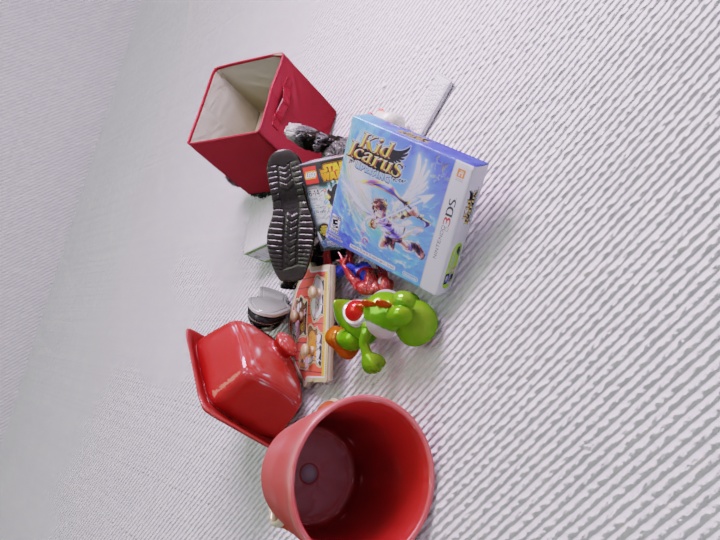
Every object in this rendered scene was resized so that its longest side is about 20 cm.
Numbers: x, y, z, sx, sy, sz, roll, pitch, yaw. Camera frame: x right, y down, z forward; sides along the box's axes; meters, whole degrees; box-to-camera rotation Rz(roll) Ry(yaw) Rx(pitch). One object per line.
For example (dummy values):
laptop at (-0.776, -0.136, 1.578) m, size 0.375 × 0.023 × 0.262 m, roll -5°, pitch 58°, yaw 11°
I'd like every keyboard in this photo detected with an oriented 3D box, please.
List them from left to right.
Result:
keyboard at (0.083, -0.218, 1.259) m, size 0.201 × 0.011 × 0.056 m, roll -60°, pitch 34°, yaw 14°

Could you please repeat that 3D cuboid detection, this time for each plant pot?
plant pot at (-0.033, 0.262, 1.010) m, size 0.177 × 0.198 × 0.203 m, roll -21°, pitch 55°, yaw 60°

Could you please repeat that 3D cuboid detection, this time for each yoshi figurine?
yoshi figurine at (0.037, 0.078, 1.103) m, size 0.200 × 0.111 × 0.114 m, roll -23°, pitch 83°, yaw 62°

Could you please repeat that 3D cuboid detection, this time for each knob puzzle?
knob puzzle at (-0.091, 0.086, 1.279) m, size 0.219 × 0.030 × 0.223 m, roll -176°, pitch 90°, yaw -67°

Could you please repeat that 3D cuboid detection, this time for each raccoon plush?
raccoon plush at (-0.033, -0.142, 1.255) m, size 0.198 × 0.096 × 0.135 m, roll 26°, pitch 116°, yaw 23°

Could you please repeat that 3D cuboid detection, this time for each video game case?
video game case at (0.055, -0.091, 1.069) m, size 0.199 × 0.045 × 0.183 m, roll 28°, pitch 115°, yaw 28°

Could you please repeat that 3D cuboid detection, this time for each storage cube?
storage cube at (-0.177, -0.264, 1.457) m, size 0.198 × 0.180 × 0.173 m, roll -2°, pitch 63°, yaw 35°

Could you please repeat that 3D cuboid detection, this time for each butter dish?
butter dish at (-0.161, 0.158, 1.264) m, size 0.148 × 0.200 × 0.200 m, roll -42°, pitch 39°, yaw 11°

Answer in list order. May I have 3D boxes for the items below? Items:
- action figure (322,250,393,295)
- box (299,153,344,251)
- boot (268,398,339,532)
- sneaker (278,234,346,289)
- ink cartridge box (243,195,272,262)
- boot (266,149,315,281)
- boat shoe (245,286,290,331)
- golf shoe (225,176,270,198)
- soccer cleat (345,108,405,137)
action figure at (0.000, 0.000, 1.195) m, size 0.200 × 0.065 × 0.052 m, roll -145°, pitch 56°, yaw -62°
box at (0.011, -0.106, 1.159) m, size 0.198 × 0.040 × 0.139 m, roll -5°, pitch 105°, yaw 37°
boot at (-0.071, 0.273, 1.124) m, size 0.075 × 0.106 × 0.202 m, roll -20°, pitch 55°, yaw 51°
sneaker at (-0.081, -0.043, 1.333) m, size 0.200 × 0.073 × 0.080 m, roll -37°, pitch 58°, yaw 40°
ink cartridge box at (-0.136, -0.091, 1.467) m, size 0.199 × 0.059 × 0.105 m, roll -20°, pitch 57°, yaw 50°
boot at (-0.096, -0.084, 1.280) m, size 0.138 × 0.076 × 0.203 m, roll 3°, pitch -93°, yaw -80°
boat shoe at (-0.159, 0.075, 1.357) m, size 0.200 × 0.075 × 0.061 m, roll -67°, pitch -5°, yaw -83°
golf shoe at (-0.199, -0.198, 1.614) m, size 0.199 × 0.077 × 0.096 m, roll 14°, pitch 81°, yaw 47°
soccer cleat at (0.012, -0.201, 1.311) m, size 0.199 × 0.069 × 0.079 m, roll -23°, pitch 58°, yaw 57°
